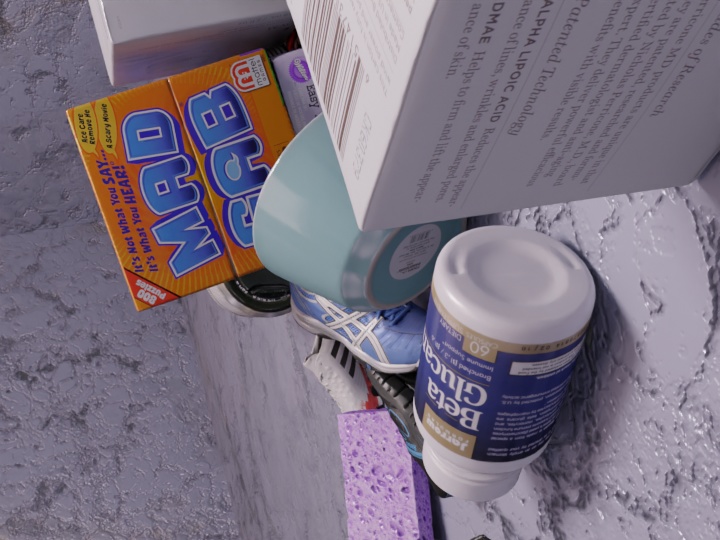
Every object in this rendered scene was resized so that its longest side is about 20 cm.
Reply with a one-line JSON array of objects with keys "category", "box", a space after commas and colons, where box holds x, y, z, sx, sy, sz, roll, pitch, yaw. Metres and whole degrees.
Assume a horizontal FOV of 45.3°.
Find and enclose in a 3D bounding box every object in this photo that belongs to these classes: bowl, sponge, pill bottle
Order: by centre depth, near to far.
[{"category": "pill bottle", "box": [0.097, 0.077, 0.639, 0.111, 0.110, 0.201, -119, 25, -46]}, {"category": "bowl", "box": [0.016, -0.043, 0.746, 0.105, 0.200, 0.202, 44, 145, 31]}, {"category": "sponge", "box": [0.029, 0.258, 0.978, 0.111, 0.030, 0.202, -10, 83, 43]}]

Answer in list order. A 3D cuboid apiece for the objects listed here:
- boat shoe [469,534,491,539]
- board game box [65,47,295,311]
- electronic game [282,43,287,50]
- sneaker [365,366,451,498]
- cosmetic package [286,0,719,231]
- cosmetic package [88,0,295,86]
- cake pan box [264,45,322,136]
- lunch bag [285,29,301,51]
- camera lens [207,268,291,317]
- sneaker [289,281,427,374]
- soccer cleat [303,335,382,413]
[{"category": "boat shoe", "box": [0.096, 0.307, 0.828, 0.202, 0.071, 0.061, 94, 154, -43]}, {"category": "board game box", "box": [-0.168, -0.090, 0.917, 0.200, 0.198, 0.202, -173, 63, -79]}, {"category": "electronic game", "box": [-0.113, -0.284, 1.112, 0.200, 0.041, 0.202, -9, -90, -78]}, {"category": "sneaker", "box": [0.052, 0.140, 0.876, 0.200, 0.072, 0.083, -120, 25, -49]}, {"category": "cosmetic package", "box": [0.084, -0.140, 0.416, 0.165, 0.198, 0.166, 109, 146, -58]}, {"category": "cosmetic package", "box": [-0.176, -0.286, 0.897, 0.200, 0.197, 0.124, -175, 70, -74]}, {"category": "cake pan box", "box": [-0.062, -0.147, 0.944, 0.184, 0.052, 0.202, -143, 35, -69]}, {"category": "lunch bag", "box": [-0.039, -0.306, 0.927, 0.200, 0.081, 0.178, 120, 134, -68]}, {"category": "camera lens", "box": [-0.154, -0.010, 1.300, 0.200, 0.158, 0.162, 169, 91, -72]}, {"category": "sneaker", "box": [0.001, 0.040, 0.859, 0.199, 0.076, 0.077, 17, 140, 32]}, {"category": "soccer cleat", "box": [-0.028, 0.133, 1.104, 0.069, 0.084, 0.202, 145, 114, -71]}]
